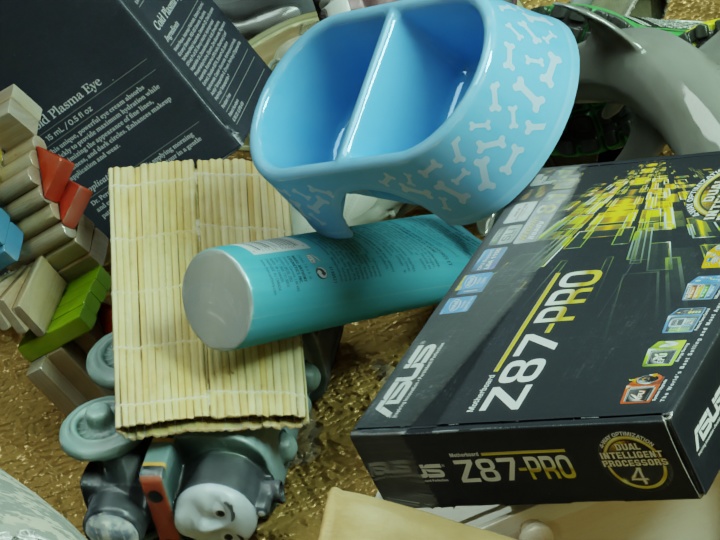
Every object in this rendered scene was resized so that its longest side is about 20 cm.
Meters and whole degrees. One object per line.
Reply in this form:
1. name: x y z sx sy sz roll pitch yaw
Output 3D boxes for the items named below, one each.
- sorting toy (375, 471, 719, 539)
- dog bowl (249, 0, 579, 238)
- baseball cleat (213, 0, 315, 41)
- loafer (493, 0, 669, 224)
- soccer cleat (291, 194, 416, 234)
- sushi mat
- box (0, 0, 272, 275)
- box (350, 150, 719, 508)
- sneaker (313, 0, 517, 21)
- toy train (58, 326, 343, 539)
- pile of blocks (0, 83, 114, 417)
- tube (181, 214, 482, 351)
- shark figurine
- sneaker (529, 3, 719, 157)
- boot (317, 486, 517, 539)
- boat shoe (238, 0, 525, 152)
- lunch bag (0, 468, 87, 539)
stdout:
1. sorting toy: 0.080 0.110 1.324 0.200 0.107 0.180 -23 25 4
2. dog bowl: 0.019 -0.079 1.420 0.200 0.050 0.112 -5 61 52
3. baseball cleat: -0.006 -0.154 1.784 0.200 0.107 0.070 2 4 -5
4. loafer: 0.130 -0.085 1.599 0.070 0.075 0.200 17 56 18
5. soccer cleat: -0.016 -0.027 1.605 0.200 0.069 0.078 -20 64 14
6. sushi mat: -0.079 0.010 1.502 0.096 0.012 0.200 -3 42 -4
7. box: -0.185 -0.107 1.663 0.200 0.182 0.104 -33 17 23
8. box: 0.110 0.022 1.281 0.161 0.049 0.200 -6 33 38
9. sneaker: 0.027 -0.171 1.661 0.115 0.200 0.076 -18 -6 1
10. toy train: -0.078 0.065 1.505 0.114 0.085 0.200 -2 38 16
11. pile of blocks: -0.170 -0.017 1.579 0.062 0.200 0.082 -28 1 29
12. tube: 0.000 0.000 1.494 0.200 0.050 0.077 -11 41 -44
13. shark figurine: 0.106 -0.096 1.440 0.214 0.089 0.128 -3 60 48
14. sneaker: 0.155 -0.094 1.518 0.200 0.078 0.085 5 3 26
15. boot: 0.068 0.179 1.164 0.200 0.066 0.175 13 43 0
16. boat shoe: 0.003 -0.111 1.709 0.201 0.073 0.063 -14 29 3
17. lunch bag: -0.182 0.162 1.349 0.139 0.168 0.200 -37 35 -17
